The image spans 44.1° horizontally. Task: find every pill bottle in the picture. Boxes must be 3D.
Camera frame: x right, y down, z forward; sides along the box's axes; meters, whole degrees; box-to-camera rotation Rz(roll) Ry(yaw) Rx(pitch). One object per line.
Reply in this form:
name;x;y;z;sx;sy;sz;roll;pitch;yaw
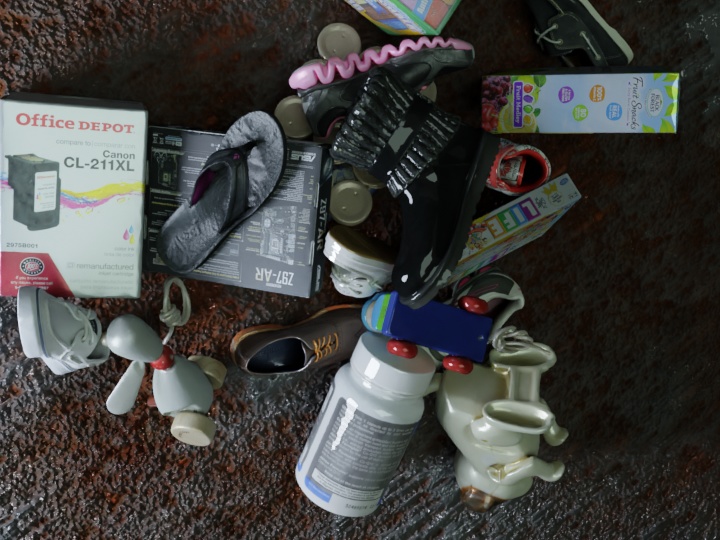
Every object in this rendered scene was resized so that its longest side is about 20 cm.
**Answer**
pill bottle;0.007;0.179;1.055;0.113;0.114;0.201;16;111;-20

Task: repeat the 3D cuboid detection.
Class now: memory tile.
memory tile;-0.017;-0.163;0.988;0.153;0.017;0.200;30;78;-1

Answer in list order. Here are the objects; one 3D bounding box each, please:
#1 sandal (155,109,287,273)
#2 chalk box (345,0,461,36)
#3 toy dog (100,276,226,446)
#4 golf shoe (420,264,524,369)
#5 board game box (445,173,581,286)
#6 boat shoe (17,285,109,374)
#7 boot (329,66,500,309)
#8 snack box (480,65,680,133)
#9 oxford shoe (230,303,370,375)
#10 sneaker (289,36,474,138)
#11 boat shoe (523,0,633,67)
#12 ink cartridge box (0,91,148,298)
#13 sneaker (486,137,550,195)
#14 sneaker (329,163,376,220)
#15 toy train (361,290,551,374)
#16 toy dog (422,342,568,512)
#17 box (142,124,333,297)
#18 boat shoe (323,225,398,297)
sandal;-0.143;-0.073;0.905;0.075;0.048;0.201;41;109;7
chalk box;0.050;-0.326;0.913;0.124;0.200;0.125;33;94;-23
toy dog;-0.228;0.113;0.983;0.096;0.132;0.200;-7;123;22
golf shoe;0.112;0.073;1.094;0.200;0.088;0.077;-43;114;-2
board game box;0.148;-0.035;1.043;0.200;0.134;0.034;-27;79;-15
boat shoe;-0.301;0.059;0.914;0.065;0.200;0.074;-7;77;-7
boot;0.035;-0.083;0.902;0.157;0.079;0.212;24;79;-17
snack box;0.241;-0.191;0.985;0.199;0.169;0.068;3;106;13
oxford shoe;-0.050;0.091;1.055;0.199;0.073;0.072;-14;107;-14
sneaker;0.028;-0.192;0.954;0.199;0.079;0.096;-13;96;3
boat shoe;0.239;-0.287;1.051;0.200;0.072;0.068;37;88;-24
ink cartridge box;-0.301;-0.078;0.931;0.145;0.083;0.201;1;104;-16
sneaker;0.122;-0.134;1.033;0.201;0.108;0.067;10;100;-19
sneaker;-0.064;-0.094;1.005;0.200;0.075;0.088;-31;106;-11
toy train;0.104;0.071;1.019;0.199;0.116;0.085;17;85;-20
toy dog;0.162;0.212;1.098;0.193;0.140;0.201;-4;128;6
box;-0.133;-0.066;0.953;0.199;0.044;0.161;8;103;15
boat shoe;0.000;0.000;0.997;0.071;0.200;0.069;41;98;18
